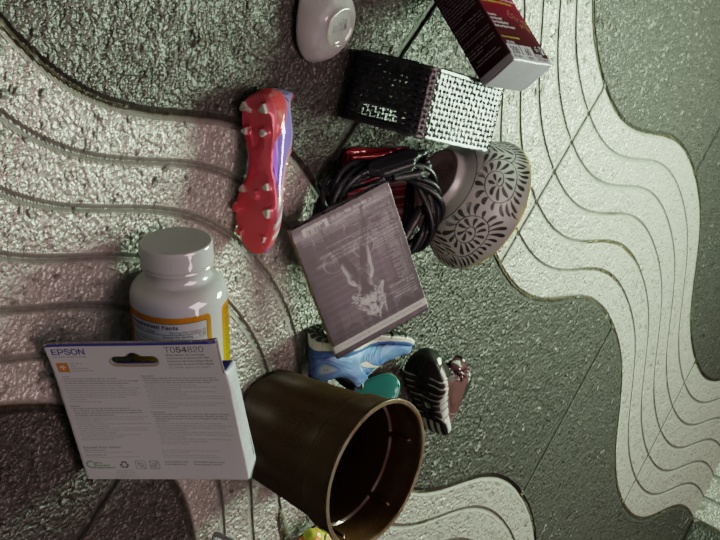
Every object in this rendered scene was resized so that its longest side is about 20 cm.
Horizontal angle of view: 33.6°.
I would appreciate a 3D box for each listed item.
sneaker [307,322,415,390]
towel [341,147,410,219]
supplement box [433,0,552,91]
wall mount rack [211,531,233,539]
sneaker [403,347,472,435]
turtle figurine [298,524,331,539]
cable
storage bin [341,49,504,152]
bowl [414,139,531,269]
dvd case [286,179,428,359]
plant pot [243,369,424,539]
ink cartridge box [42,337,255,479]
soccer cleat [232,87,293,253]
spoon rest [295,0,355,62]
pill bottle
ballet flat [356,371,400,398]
[{"bbox_3d":[-0.005,0.118,1.693,0.199,0.078,0.090,-5,116,-44],"label":"sneaker"},{"bbox_3d":[0.012,-0.073,1.662,0.144,0.022,0.202,-11,114,-51],"label":"towel"},{"bbox_3d":[0.165,-0.342,1.607,0.061,0.201,0.108,-39,160,32],"label":"supplement box"},{"bbox_3d":[-0.220,0.439,1.537,0.199,0.074,0.176,-14,117,-49],"label":"wall mount rack"},{"bbox_3d":[0.129,0.162,1.895,0.116,0.075,0.201,-53,151,-32],"label":"sneaker"},{"bbox_3d":[-0.057,0.416,1.755,0.201,0.064,0.162,-67,153,-20],"label":"turtle figurine"},{"bbox_3d":[0.020,-0.074,1.602,0.199,0.051,0.164,-22,126,-21],"label":"cable"},{"bbox_3d":[0.086,-0.225,1.593,0.199,0.134,0.095,4,103,-54],"label":"storage bin"},{"bbox_3d":[0.138,-0.112,1.694,0.094,0.200,0.202,27,83,-35],"label":"bowl"},{"bbox_3d":[0.000,0.000,1.574,0.148,0.016,0.201,-28,118,-15],"label":"dvd case"},{"bbox_3d":[-0.053,0.231,1.562,0.200,0.197,0.202,-28,127,-45],"label":"plant pot"},{"bbox_3d":[-0.226,0.144,1.303,0.041,0.197,0.202,-78,164,-54],"label":"ink cartridge box"},{"bbox_3d":[-0.110,-0.120,1.445,0.076,0.066,0.202,-23,120,-52],"label":"soccer cleat"},{"bbox_3d":[-0.039,-0.348,1.452,0.099,0.060,0.201,-31,141,-41],"label":"spoon rest"},{"bbox_3d":[-0.204,0.059,1.355,0.111,0.110,0.202,-26,125,-45],"label":"pill bottle"},{"bbox_3d":[-0.024,0.222,1.714,0.068,0.068,0.200,46,71,-4],"label":"ballet flat"}]
